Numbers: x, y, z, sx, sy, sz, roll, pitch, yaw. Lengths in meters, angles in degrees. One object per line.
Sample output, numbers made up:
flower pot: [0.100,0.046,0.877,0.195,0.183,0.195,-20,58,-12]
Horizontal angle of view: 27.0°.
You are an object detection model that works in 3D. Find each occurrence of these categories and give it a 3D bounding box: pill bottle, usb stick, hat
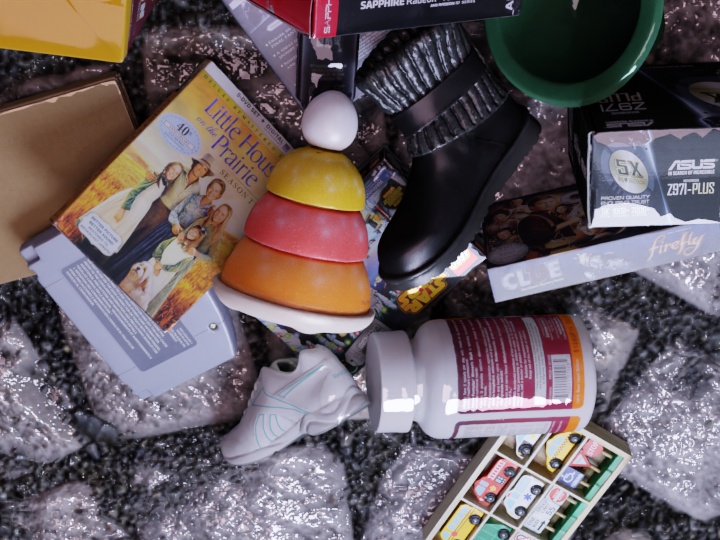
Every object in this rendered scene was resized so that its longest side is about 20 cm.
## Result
pill bottle: [0.109,0.098,1.381,0.198,0.110,0.111,-2,116,-9]
usb stick: [-0.025,-0.233,1.270,0.055,0.033,0.202,0,115,-9]
hat: [0.232,-0.217,1.293,0.199,0.175,0.167,29,109,35]

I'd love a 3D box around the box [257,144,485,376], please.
box: [0.000,0.000,1.394,0.137,0.040,0.200,41,110,-17]

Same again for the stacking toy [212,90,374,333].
stacking toy: [-0.040,-0.056,1.294,0.145,0.146,0.202,13,98,-4]

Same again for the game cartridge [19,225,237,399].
game cartridge: [-0.207,0.023,1.401,0.132,0.042,0.201,-28,119,11]

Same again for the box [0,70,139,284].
box: [-0.287,-0.079,1.374,0.198,0.021,0.165,-15,117,7]

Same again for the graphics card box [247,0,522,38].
graphics card box: [0.017,-0.232,1.191,0.198,0.125,0.051,-10,118,-29]

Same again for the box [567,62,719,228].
box: [0.280,-0.109,1.265,0.198,0.164,0.087,-2,116,3]

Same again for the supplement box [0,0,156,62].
supplement box: [-0.262,-0.269,1.186,0.195,0.200,0.134,7,115,-1]

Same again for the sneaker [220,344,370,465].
sneaker: [-0.072,0.126,1.425,0.200,0.070,0.081,-31,88,43]

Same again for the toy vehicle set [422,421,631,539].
toy vehicle set: [0.164,0.223,1.501,0.123,0.027,0.201,28,113,-11]

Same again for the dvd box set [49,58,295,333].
dvd box set: [-0.154,-0.065,1.331,0.200,0.029,0.146,-45,110,-5]

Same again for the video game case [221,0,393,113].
video game case: [-0.040,-0.242,1.293,0.142,0.019,0.201,-32,109,15]

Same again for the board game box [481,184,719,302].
board game box: [0.207,-0.038,1.317,0.198,0.136,0.035,-13,115,7]

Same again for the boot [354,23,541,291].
boot: [0.047,-0.106,1.280,0.158,0.079,0.212,43,74,-31]
